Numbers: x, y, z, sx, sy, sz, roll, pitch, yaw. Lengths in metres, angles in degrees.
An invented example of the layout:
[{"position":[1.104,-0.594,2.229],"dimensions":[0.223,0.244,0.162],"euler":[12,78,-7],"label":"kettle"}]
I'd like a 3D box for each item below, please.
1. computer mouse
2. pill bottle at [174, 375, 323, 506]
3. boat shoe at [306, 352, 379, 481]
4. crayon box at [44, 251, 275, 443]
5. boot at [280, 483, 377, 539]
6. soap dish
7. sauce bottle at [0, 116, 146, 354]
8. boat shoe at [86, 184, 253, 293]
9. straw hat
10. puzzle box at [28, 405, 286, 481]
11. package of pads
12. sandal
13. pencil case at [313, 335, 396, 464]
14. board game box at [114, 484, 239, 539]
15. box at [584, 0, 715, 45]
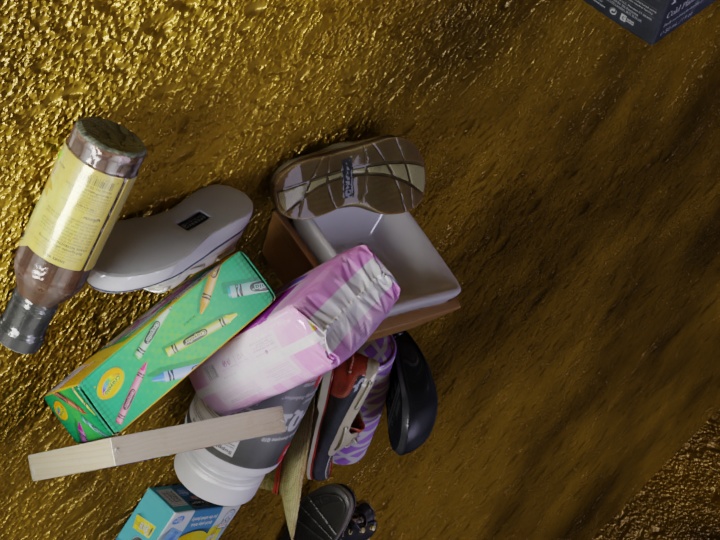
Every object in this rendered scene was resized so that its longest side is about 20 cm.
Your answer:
[{"position":[0.061,0.129,1.985],"dimensions":[0.052,0.201,0.139],"euler":[4,140,-11],"label":"computer mouse"},{"position":[-0.116,0.141,1.743],"dimensions":[0.113,0.114,0.201],"euler":[-18,141,-53],"label":"pill bottle"},{"position":[-0.024,0.172,1.930],"dimensions":[0.072,0.062,0.201],"euler":[-86,-174,-51],"label":"boat shoe"},{"position":[-0.182,0.070,1.512],"dimensions":[0.200,0.058,0.119],"euler":[-41,-171,-25],"label":"crayon box"},{"position":[-0.035,0.346,2.268],"dimensions":[0.150,0.073,0.201],"euler":[-18,145,-52],"label":"boot"},{"position":[0.000,0.000,1.716],"dimensions":[0.081,0.158,0.199],"euler":[-44,164,30],"label":"soap dish"},{"position":[-0.236,-0.024,1.324],"dimensions":[0.065,0.065,0.201],"euler":[-8,133,-59],"label":"sauce bottle"},{"position":[-0.172,-0.012,1.469],"dimensions":[0.200,0.071,0.070],"euler":[-34,151,-50],"label":"boat shoe"},{"position":[-0.101,0.202,1.892],"dimensions":[0.201,0.084,0.203],"euler":[-170,-90,-88],"label":"straw hat"},{"position":[-0.181,0.156,1.504],"dimensions":[0.199,0.026,0.132],"euler":[-6,173,-44],"label":"puzzle box"},{"position":[-0.064,0.059,1.546],"dimensions":[0.199,0.076,0.120],"euler":[-28,-170,48],"label":"package of pads"},{"position":[-0.015,-0.094,1.661],"dimensions":[0.199,0.054,0.081],"euler":[-10,109,-37],"label":"sandal"},{"position":[-0.011,0.148,2.008],"dimensions":[0.086,0.083,0.201],"euler":[-83,-172,-45],"label":"pencil case"},{"position":[-0.237,0.335,1.893],"dimensions":[0.201,0.047,0.151],"euler":[-57,157,11],"label":"board game box"},{"position":[0.358,-0.392,1.846],"dimensions":[0.199,0.124,0.198],"euler":[-35,151,-34],"label":"box"}]
